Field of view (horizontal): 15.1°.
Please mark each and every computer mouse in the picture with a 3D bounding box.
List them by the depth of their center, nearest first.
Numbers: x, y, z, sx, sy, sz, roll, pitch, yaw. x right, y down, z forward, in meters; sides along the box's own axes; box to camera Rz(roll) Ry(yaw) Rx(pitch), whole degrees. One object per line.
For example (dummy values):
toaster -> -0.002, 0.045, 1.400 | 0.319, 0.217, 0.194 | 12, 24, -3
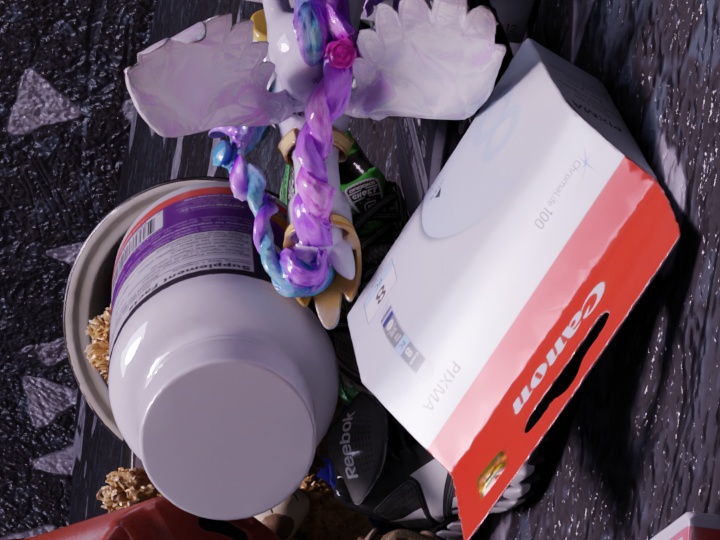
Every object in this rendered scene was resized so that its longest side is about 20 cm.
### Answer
computer mouse -> 0.056, -0.086, 1.361 | 0.200, 0.053, 0.139 | 100, 160, -62

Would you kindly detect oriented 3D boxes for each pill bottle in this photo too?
pill bottle -> -0.067, 0.040, 1.328 | 0.200, 0.111, 0.112 | -100, 20, -67

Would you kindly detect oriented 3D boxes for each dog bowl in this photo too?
dog bowl -> -0.091, 0.031, 1.785 | 0.074, 0.200, 0.201 | -47, -32, -75

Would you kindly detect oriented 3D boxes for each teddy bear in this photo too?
teddy bear -> -0.070, 0.086, 1.446 | 0.067, 0.145, 0.200 | 118, 147, -56

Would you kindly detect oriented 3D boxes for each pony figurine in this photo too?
pony figurine -> -0.021, -0.097, 1.256 | 0.193, 0.166, 0.200 | 88, 179, -58

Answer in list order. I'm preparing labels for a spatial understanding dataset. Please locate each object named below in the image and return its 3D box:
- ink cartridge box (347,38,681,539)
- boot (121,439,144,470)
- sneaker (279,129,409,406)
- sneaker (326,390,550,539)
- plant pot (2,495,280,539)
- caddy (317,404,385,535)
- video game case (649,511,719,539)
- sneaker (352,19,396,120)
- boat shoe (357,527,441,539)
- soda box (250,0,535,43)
ink cartridge box -> 0.060, 0.004, 1.164 | 0.160, 0.047, 0.200 | -56, 15, 16
boot -> -0.069, 0.076, 1.702 | 0.073, 0.150, 0.201 | 146, 130, -78
sneaker -> 0.000, 0.000, 1.442 | 0.200, 0.078, 0.085 | -124, 25, -43
sneaker -> 0.032, 0.084, 1.292 | 0.200, 0.090, 0.067 | 122, 153, -67
plant pot -> -0.130, 0.208, 1.350 | 0.195, 0.200, 0.201 | -28, 50, 46
caddy -> -0.018, 0.077, 1.565 | 0.141, 0.105, 0.200 | 63, -152, -63
video game case -> 0.103, 0.203, 1.004 | 0.143, 0.017, 0.201 | 123, 152, -67
sneaker -> 0.019, -0.140, 1.559 | 0.200, 0.084, 0.075 | -106, 27, -67
boat shoe -> 0.026, 0.157, 1.324 | 0.200, 0.071, 0.065 | -170, 80, -71
soda box -> -0.007, -0.175, 1.391 | 0.064, 0.199, 0.068 | -94, 15, -49
